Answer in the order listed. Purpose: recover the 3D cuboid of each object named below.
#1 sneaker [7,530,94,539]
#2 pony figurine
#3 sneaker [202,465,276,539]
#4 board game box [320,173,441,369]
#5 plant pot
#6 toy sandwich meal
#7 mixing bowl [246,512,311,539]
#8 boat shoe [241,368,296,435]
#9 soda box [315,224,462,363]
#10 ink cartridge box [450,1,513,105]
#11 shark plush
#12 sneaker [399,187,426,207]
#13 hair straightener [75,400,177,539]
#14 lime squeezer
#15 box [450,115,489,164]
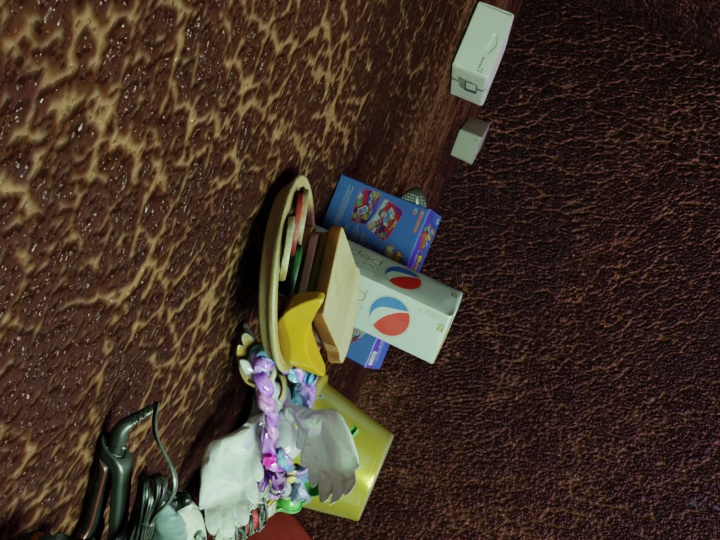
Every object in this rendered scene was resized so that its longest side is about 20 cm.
[{"bbox_3d":[-0.198,0.191,0.465,0.200,0.079,0.088,120,-17,-81],"label":"sneaker"},{"bbox_3d":[-0.086,0.175,0.883,0.201,0.163,0.196,73,2,-61],"label":"pony figurine"},{"bbox_3d":[-0.132,0.262,0.935,0.201,0.080,0.079,-85,-167,-63],"label":"sneaker"},{"bbox_3d":[0.000,0.000,1.040,0.045,0.133,0.204,19,94,-63],"label":"board game box"},{"bbox_3d":[-0.060,0.254,1.192,0.201,0.186,0.204,24,90,-82],"label":"plant pot"},{"bbox_3d":[-0.045,0.010,0.810,0.205,0.069,0.210,5,90,-83],"label":"toy sandwich meal"},{"bbox_3d":[-0.142,0.376,1.091,0.202,0.196,0.110,105,-28,-50],"label":"mixing bowl"},{"bbox_3d":[-0.117,0.201,1.059,0.203,0.075,0.072,-64,180,12],"label":"boat shoe"},{"bbox_3d":[0.011,0.024,0.952,0.064,0.197,0.069,-54,166,-59],"label":"soda box"},{"bbox_3d":[0.257,-0.459,1.795,0.200,0.083,0.148,44,68,-83],"label":"ink cartridge box"},{"bbox_3d":[-0.182,0.259,0.784,0.082,0.091,0.201,-25,157,-29],"label":"shark plush"},{"bbox_3d":[0.079,-0.088,1.741,0.080,0.072,0.203,-84,-164,-61],"label":"sneaker"},{"bbox_3d":[-0.165,0.187,0.613,0.041,0.076,0.203,-42,154,-69],"label":"hair straightener"},{"bbox_3d":[-0.076,0.279,1.068,0.198,0.038,0.071,-33,159,-18],"label":"lime squeezer"},{"bbox_3d":[0.356,-0.424,2.710,0.200,0.076,0.097,-53,165,-64],"label":"box"}]
